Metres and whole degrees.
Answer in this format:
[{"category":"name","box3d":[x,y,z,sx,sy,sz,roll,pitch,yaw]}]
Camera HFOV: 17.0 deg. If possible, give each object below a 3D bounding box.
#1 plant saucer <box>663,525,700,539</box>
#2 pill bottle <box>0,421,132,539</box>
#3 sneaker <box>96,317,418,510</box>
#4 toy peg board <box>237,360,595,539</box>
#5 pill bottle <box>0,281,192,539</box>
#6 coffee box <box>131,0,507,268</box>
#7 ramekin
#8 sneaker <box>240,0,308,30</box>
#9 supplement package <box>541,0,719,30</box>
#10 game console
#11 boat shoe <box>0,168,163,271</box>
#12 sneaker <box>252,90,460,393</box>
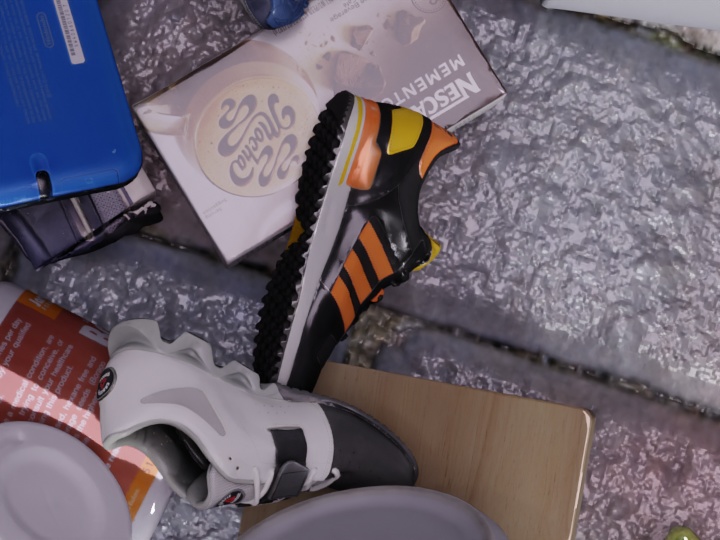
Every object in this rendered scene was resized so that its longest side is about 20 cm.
[{"category":"plant saucer","box3d":[0.197,0.291,1.443,0.200,0.048,0.200,47,56,-9]},{"category":"pill bottle","box3d":[-0.226,0.184,1.385,0.112,0.112,0.200,44,125,0]},{"category":"sneaker","box3d":[-0.062,0.108,1.372,0.200,0.074,0.089,23,53,-17]},{"category":"toy peg board","box3d":[0.034,0.167,1.471,0.199,0.098,0.200,10,87,14]},{"category":"pill bottle","box3d":[-0.194,0.076,1.442,0.200,0.112,0.112,27,87,-2]},{"category":"coffee box","box3d":[-0.025,-0.100,1.471,0.200,0.080,0.113,-31,90,-3]},{"category":"ramekin","box3d":[0.005,0.202,1.311,0.200,0.200,0.105,-12,116,-3]},{"category":"sneaker","box3d":[-0.097,-0.208,1.456,0.085,0.077,0.200,-35,55,9]},{"category":"supplement package","box3d":[0.203,-0.257,1.451,0.152,0.151,0.200,7,88,-3]},{"category":"game console","box3d":[-0.241,-0.109,1.424,0.170,0.118,0.200,-12,74,-19]},{"category":"boat shoe","box3d":[-0.209,-0.094,1.465,0.093,0.075,0.200,-32,89,-8]},{"category":"sneaker","box3d":[0.000,0.000,1.410,0.090,0.070,0.200,12,101,-16]}]
